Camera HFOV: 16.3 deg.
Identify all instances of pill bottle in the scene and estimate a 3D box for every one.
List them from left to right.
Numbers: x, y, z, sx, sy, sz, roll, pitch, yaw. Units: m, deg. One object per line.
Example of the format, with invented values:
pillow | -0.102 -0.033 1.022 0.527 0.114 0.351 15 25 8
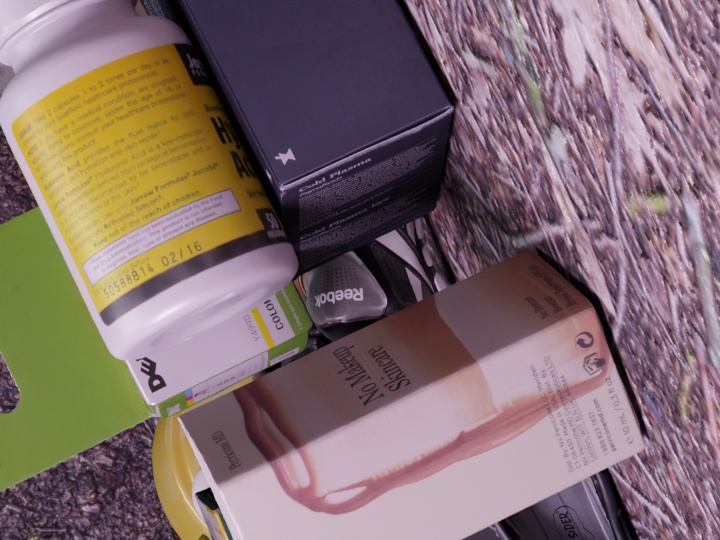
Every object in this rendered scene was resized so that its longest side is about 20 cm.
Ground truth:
pill bottle | -0.122 -0.064 1.316 0.200 0.111 0.111 63 172 7

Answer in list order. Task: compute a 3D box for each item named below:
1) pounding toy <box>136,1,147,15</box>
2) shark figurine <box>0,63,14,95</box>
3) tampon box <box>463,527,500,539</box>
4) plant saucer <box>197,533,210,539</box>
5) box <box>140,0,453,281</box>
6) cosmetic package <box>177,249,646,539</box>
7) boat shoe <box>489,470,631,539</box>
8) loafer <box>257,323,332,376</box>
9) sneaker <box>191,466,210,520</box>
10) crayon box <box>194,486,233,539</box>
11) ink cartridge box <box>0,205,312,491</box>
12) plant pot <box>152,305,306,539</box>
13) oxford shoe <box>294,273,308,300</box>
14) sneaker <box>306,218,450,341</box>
pounding toy | -0.119 -0.159 1.632 0.200 0.142 0.184 62 172 25
shark figurine | -0.191 -0.142 1.577 0.090 0.128 0.214 50 162 -7
tampon box | 0.068 0.213 1.521 0.200 0.150 0.126 126 120 -81
plant saucer | -0.062 0.278 1.478 0.200 0.048 0.200 -137 26 -72
box | -0.041 -0.122 1.383 0.200 0.104 0.182 63 173 12
cosmetic package | 0.024 0.079 1.229 0.087 0.200 0.103 67 171 -23
boat shoe | 0.093 0.109 1.332 0.200 0.074 0.066 65 170 -7
loafer | -0.037 0.058 1.652 0.063 0.072 0.200 33 166 -8
sneaker | -0.015 0.135 1.668 0.111 0.200 0.077 -173 72 -81
crayon box | -0.034 0.220 1.491 0.126 0.052 0.200 179 70 -81
ink cartridge box | -0.147 0.017 1.403 0.148 0.200 0.076 63 173 7
plant pot | -0.039 0.116 1.846 0.201 0.201 0.189 63 155 14
oxford shoe | 0.000 0.000 1.621 0.075 0.070 0.200 52 169 29
sneaker | -0.002 -0.009 1.486 0.090 0.066 0.200 -43 -69 -51
